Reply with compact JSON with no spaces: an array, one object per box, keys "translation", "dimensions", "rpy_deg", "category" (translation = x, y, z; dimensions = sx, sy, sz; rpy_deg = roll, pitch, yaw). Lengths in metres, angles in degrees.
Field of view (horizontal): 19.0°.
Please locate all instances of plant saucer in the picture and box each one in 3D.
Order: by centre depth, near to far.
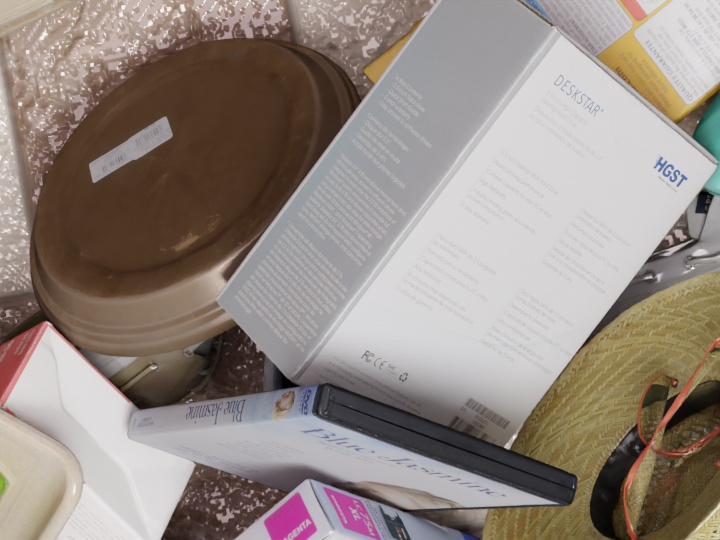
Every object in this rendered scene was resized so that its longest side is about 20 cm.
[{"translation":[-0.090,-0.046,1.105],"dimensions":[0.199,0.201,0.030],"rpy_deg":[-30,133,9],"category":"plant saucer"}]

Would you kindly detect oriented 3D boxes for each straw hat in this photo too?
[{"translation":[0.155,0.099,0.995],"dimensions":[0.085,0.201,0.201],"rpy_deg":[37,99,-21],"category":"straw hat"}]

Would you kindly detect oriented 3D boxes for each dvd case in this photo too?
[{"translation":[-0.009,0.089,1.033],"dimensions":[0.142,0.199,0.018],"rpy_deg":[22,72,-27],"category":"dvd case"}]

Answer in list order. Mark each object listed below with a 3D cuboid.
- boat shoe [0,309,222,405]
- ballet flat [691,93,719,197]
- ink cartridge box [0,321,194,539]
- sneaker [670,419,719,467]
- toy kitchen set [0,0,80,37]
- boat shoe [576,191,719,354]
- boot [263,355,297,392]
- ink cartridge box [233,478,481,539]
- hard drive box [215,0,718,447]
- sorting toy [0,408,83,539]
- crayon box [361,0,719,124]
[{"translation":[-0.104,0.031,1.145],"dimensions":[0.199,0.075,0.069],"rpy_deg":[-23,112,33],"category":"boat shoe"},{"translation":[0.247,-0.108,1.069],"dimensions":[0.199,0.071,0.068],"rpy_deg":[-28,57,-12],"category":"ballet flat"},{"translation":[-0.200,0.118,1.135],"dimensions":[0.199,0.068,0.117],"rpy_deg":[-26,117,37],"category":"ink cartridge box"},{"translation":[0.200,0.066,1.074],"dimensions":[0.198,0.080,0.116],"rpy_deg":[12,86,26],"category":"sneaker"},{"translation":[-0.220,-0.054,1.121],"dimensions":[0.179,0.163,0.201],"rpy_deg":[-23,91,9],"category":"toy kitchen set"},{"translation":[0.191,-0.020,1.116],"dimensions":[0.201,0.075,0.087],"rpy_deg":[-27,87,18],"category":"boat shoe"},{"translation":[0.000,0.000,1.127],"dimensions":[0.073,0.096,0.202],"rpy_deg":[14,95,7],"category":"boot"},{"translation":[-0.007,0.173,1.101],"dimensions":[0.119,0.200,0.042],"rpy_deg":[-40,54,17],"category":"ink cartridge box"},{"translation":[0.054,-0.019,1.030],"dimensions":[0.200,0.156,0.077],"rpy_deg":[-52,46,6],"category":"hard drive box"},{"translation":[-0.251,0.105,1.073],"dimensions":[0.199,0.037,0.185],"rpy_deg":[33,132,-3],"category":"sorting toy"},{"translation":[0.117,-0.118,1.126],"dimensions":[0.200,0.052,0.126],"rpy_deg":[-38,88,8],"category":"crayon box"}]
